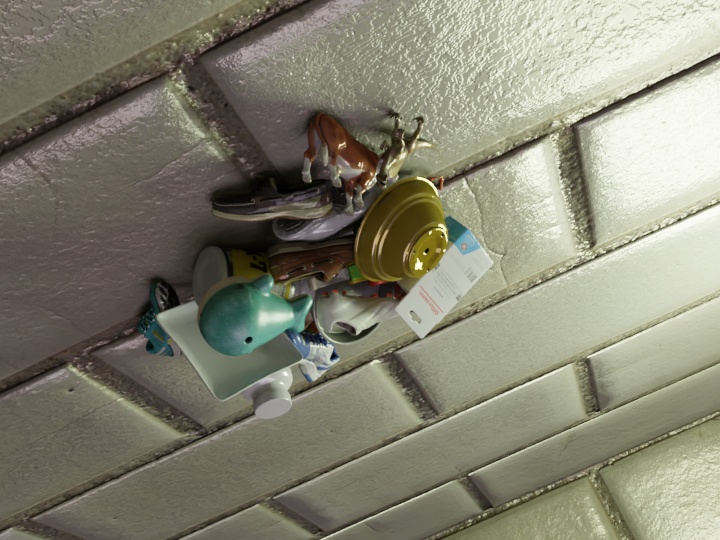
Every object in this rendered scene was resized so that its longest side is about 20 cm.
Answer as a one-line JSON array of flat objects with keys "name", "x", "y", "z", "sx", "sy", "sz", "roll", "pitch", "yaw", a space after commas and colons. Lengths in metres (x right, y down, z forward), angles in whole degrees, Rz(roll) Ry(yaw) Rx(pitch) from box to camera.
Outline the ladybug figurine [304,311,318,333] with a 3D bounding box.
[{"name": "ladybug figurine", "x": -0.091, "y": 0.099, "z": 1.711, "sx": 0.135, "sy": 0.073, "sz": 0.200, "roll": 13, "pitch": 133, "yaw": -39}]

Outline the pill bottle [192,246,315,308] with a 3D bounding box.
[{"name": "pill bottle", "x": -0.185, "y": 0.024, "z": 1.515, "sx": 0.198, "sy": 0.115, "sz": 0.115, "roll": 7, "pitch": 138, "yaw": -36}]

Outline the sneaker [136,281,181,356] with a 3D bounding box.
[{"name": "sneaker", "x": -0.367, "y": 0.098, "z": 1.560, "sx": 0.078, "sy": 0.078, "sz": 0.201, "roll": -1, "pitch": 142, "yaw": -7}]

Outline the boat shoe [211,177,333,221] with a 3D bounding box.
[{"name": "boat shoe", "x": -0.143, "y": -0.119, "z": 1.388, "sx": 0.197, "sy": 0.073, "sz": 0.066, "roll": -4, "pitch": 112, "yaw": -8}]

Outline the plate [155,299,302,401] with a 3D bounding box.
[{"name": "plate", "x": -0.231, "y": 0.126, "z": 1.505, "sx": 0.199, "sy": 0.200, "sz": 0.033, "roll": -23, "pitch": 152, "yaw": -43}]

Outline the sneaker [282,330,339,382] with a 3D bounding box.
[{"name": "sneaker", "x": -0.099, "y": 0.140, "z": 1.650, "sx": 0.088, "sy": 0.076, "sz": 0.200, "roll": -32, "pitch": 151, "yaw": -3}]

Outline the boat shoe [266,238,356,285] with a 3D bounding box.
[{"name": "boat shoe", "x": -0.064, "y": -0.012, "z": 1.482, "sx": 0.197, "sy": 0.069, "sz": 0.072, "roll": -7, "pitch": 168, "yaw": -17}]

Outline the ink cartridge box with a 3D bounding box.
[{"name": "ink cartridge box", "x": 0.140, "y": 0.013, "z": 1.600, "sx": 0.200, "sy": 0.067, "sz": 0.116, "roll": -46, "pitch": 131, "yaw": -3}]

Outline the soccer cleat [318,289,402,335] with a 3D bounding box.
[{"name": "soccer cleat", "x": 0.006, "y": 0.081, "z": 1.577, "sx": 0.198, "sy": 0.079, "sz": 0.069, "roll": 5, "pitch": 168, "yaw": -37}]

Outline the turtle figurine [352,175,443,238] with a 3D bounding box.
[{"name": "turtle figurine", "x": 0.069, "y": -0.086, "z": 1.548, "sx": 0.159, "sy": 0.065, "sz": 0.201, "roll": -5, "pitch": 143, "yaw": -23}]

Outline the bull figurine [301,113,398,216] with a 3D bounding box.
[{"name": "bull figurine", "x": -0.017, "y": -0.165, "z": 1.360, "sx": 0.065, "sy": 0.123, "sz": 0.199, "roll": -10, "pitch": 150, "yaw": 39}]

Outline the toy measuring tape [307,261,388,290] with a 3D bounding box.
[{"name": "toy measuring tape", "x": 0.000, "y": 0.000, "z": 1.539, "sx": 0.198, "sy": 0.074, "sz": 0.074, "roll": -15, "pitch": 149, "yaw": -37}]

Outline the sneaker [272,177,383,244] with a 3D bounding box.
[{"name": "sneaker", "x": -0.049, "y": -0.097, "z": 1.473, "sx": 0.197, "sy": 0.079, "sz": 0.099, "roll": -19, "pitch": 155, "yaw": 10}]

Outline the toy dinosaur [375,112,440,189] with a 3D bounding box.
[{"name": "toy dinosaur", "x": 0.068, "y": -0.201, "z": 1.383, "sx": 0.200, "sy": 0.058, "sz": 0.102, "roll": -41, "pitch": 146, "yaw": -47}]

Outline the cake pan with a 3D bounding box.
[{"name": "cake pan", "x": -0.018, "y": 0.042, "z": 1.618, "sx": 0.198, "sy": 0.037, "sz": 0.203, "roll": -17, "pitch": 117, "yaw": -36}]

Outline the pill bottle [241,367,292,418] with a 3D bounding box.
[{"name": "pill bottle", "x": -0.191, "y": 0.179, "z": 1.650, "sx": 0.103, "sy": 0.202, "sz": 0.105, "roll": -14, "pitch": 146, "yaw": -10}]

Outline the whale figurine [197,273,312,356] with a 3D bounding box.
[{"name": "whale figurine", "x": -0.167, "y": 0.083, "z": 1.416, "sx": 0.198, "sy": 0.104, "sz": 0.161, "roll": 3, "pitch": 122, "yaw": -32}]

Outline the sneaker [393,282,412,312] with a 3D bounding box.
[{"name": "sneaker", "x": 0.123, "y": -0.020, "z": 1.673, "sx": 0.073, "sy": 0.087, "sz": 0.201, "roll": 33, "pitch": 96, "yaw": -41}]

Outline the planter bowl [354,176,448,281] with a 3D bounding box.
[{"name": "planter bowl", "x": 0.090, "y": -0.050, "z": 1.467, "sx": 0.199, "sy": 0.083, "sz": 0.203, "roll": -28, "pitch": 136, "yaw": -30}]
